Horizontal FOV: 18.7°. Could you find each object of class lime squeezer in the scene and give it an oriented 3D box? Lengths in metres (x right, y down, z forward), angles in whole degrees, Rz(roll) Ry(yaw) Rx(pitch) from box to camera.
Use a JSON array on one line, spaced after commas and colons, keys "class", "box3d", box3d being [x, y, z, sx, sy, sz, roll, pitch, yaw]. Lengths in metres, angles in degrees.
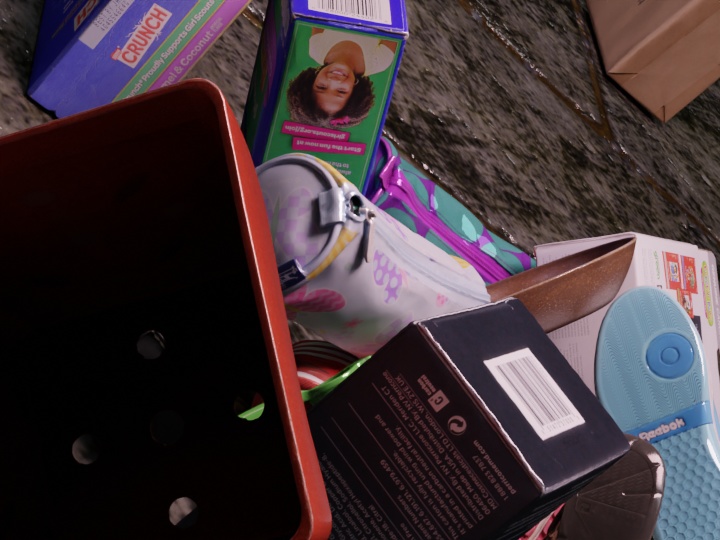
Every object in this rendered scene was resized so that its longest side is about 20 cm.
[{"class": "lime squeezer", "box3d": [-0.002, 0.083, 1.250, 0.200, 0.071, 0.038, 9, 4, -20]}]

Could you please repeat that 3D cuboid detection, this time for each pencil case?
[{"class": "pencil case", "box3d": [0.060, -0.015, 1.597, 0.200, 0.092, 0.085, 36, 67, -28]}, {"class": "pencil case", "box3d": [0.000, 0.000, 1.281, 0.200, 0.091, 0.083, 35, 32, -56]}]

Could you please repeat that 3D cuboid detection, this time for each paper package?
[{"class": "paper package", "box3d": [0.375, -0.304, 2.579, 0.103, 0.191, 0.200, 39, 24, -24]}]

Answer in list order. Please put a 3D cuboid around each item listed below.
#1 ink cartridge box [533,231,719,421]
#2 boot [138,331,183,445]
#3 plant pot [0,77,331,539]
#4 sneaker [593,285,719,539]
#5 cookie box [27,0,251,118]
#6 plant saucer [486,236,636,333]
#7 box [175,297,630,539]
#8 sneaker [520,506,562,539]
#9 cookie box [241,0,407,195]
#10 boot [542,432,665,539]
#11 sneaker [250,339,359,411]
[{"class": "ink cartridge box", "box3d": [0.208, 0.081, 1.617, 0.176, 0.084, 0.200, 8, 76, -61]}, {"class": "boot", "box3d": [-0.164, 0.019, 1.121, 0.154, 0.073, 0.204, 19, 30, -49]}, {"class": "plant pot", "box3d": [-0.111, 0.058, 0.959, 0.176, 0.200, 0.200, 43, 33, -71]}, {"class": "sneaker", "box3d": [0.214, 0.115, 1.475, 0.131, 0.079, 0.200, 38, 39, -70]}, {"class": "cookie box", "box3d": [-0.132, -0.196, 1.416, 0.075, 0.171, 0.200, 36, 25, -21]}, {"class": "plant saucer", "box3d": [0.097, 0.029, 1.470, 0.037, 0.200, 0.200, 69, 21, -2]}, {"class": "box", "box3d": [0.016, 0.119, 1.124, 0.107, 0.200, 0.148, 52, 20, 11]}, {"class": "sneaker", "box3d": [0.161, 0.210, 1.451, 0.200, 0.081, 0.075, 56, -7, 16]}, {"class": "cookie box", "box3d": [-0.031, -0.105, 1.393, 0.075, 0.200, 0.171, 10, 31, -8]}, {"class": "boot", "box3d": [0.129, 0.209, 1.333, 0.073, 0.200, 0.151, 17, -19, 8]}, {"class": "sneaker", "box3d": [0.026, 0.112, 1.332, 0.200, 0.078, 0.116, 46, 22, -12]}]
